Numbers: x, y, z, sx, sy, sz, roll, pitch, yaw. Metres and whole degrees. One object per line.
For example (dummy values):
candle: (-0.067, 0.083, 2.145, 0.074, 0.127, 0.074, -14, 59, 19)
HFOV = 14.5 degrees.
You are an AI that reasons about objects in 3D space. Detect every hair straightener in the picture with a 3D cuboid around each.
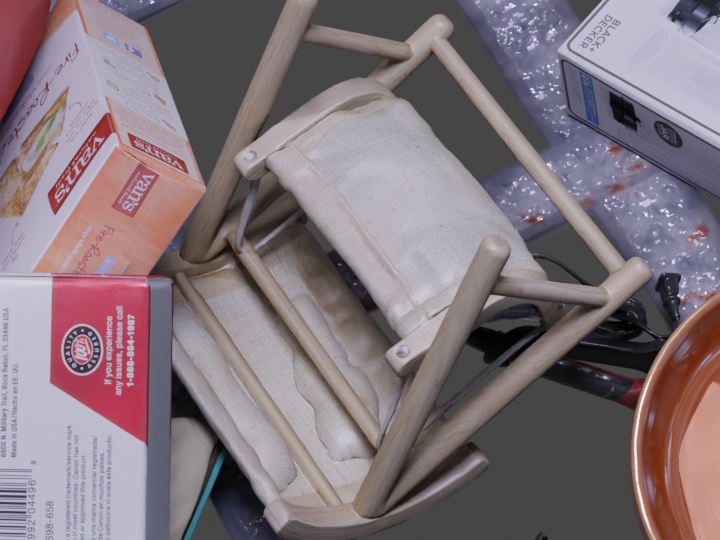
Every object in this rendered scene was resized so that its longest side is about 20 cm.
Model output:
hair straightener: (0.139, 0.037, 1.442, 0.199, 0.041, 0.077, 14, 61, 23)

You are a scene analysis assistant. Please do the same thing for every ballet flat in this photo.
ballet flat: (-0.122, 0.153, 1.386, 0.069, 0.070, 0.200, 6, 52, 14)

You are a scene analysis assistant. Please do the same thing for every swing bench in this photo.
swing bench: (0.000, 0.000, 1.416, 0.200, 0.130, 0.199, -52, 56, 24)

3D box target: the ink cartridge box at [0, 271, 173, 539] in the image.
ink cartridge box: (-0.192, 0.072, 1.316, 0.199, 0.084, 0.145, 1, 90, 4)

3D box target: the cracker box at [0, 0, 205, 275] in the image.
cracker box: (-0.151, -0.044, 1.443, 0.134, 0.058, 0.200, -54, 27, 16)

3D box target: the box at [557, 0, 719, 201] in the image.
box: (0.217, -0.092, 1.492, 0.200, 0.060, 0.117, 31, 67, 26)

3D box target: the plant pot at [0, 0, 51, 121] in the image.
plant pot: (-0.254, -0.107, 1.389, 0.200, 0.201, 0.178, -8, 34, 4)

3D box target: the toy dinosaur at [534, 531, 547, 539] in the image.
toy dinosaur: (0.068, 0.197, 1.269, 0.200, 0.102, 0.136, 44, 89, 7)

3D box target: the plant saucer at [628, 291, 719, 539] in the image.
plant saucer: (0.227, 0.095, 1.359, 0.200, 0.032, 0.201, 1, 72, -3)
